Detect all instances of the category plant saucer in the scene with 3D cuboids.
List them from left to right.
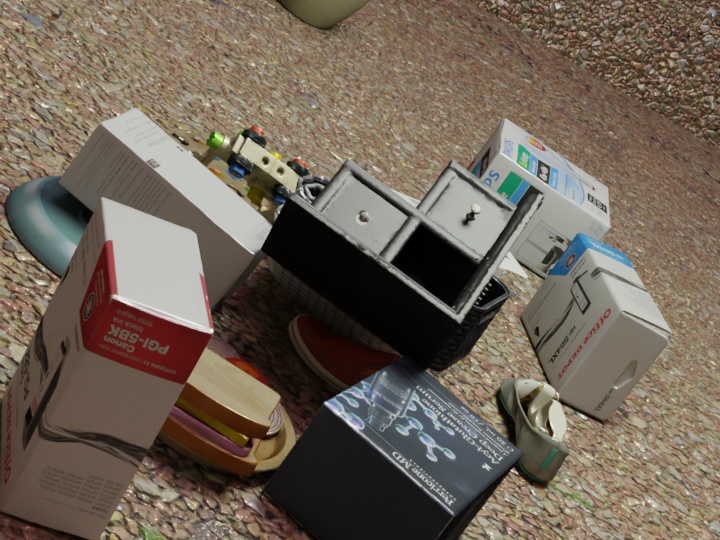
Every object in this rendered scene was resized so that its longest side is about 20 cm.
[{"bbox_3d":[-0.253,-0.034,1.511,0.199,0.028,0.201,30,22,-13],"label":"plant saucer"}]

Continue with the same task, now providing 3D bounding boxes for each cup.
[{"bbox_3d":[-0.063,-0.505,2.646,0.199,0.144,0.201,29,22,-13],"label":"cup"}]

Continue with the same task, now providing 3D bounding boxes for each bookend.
[{"bbox_3d":[0.044,-0.044,1.491,0.198,0.092,0.200,37,51,3],"label":"bookend"}]

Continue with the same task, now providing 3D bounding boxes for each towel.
[{"bbox_3d":[0.000,0.000,1.612,0.199,0.086,0.166,36,-22,6],"label":"towel"}]

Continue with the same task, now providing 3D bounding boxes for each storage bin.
[{"bbox_3d":[0.061,0.010,1.793,0.200,0.094,0.135,40,21,12],"label":"storage bin"}]

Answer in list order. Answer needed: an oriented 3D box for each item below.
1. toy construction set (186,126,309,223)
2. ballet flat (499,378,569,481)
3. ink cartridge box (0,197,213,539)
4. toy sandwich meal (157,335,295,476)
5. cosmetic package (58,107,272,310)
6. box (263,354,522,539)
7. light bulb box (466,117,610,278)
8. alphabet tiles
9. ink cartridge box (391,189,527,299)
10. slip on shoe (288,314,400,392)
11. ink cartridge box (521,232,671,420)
[{"bbox_3d":[-0.124,-0.099,1.712,0.199,0.093,0.131,20,-14,-28],"label":"toy construction set"},{"bbox_3d":[0.202,0.162,1.716,0.067,0.064,0.200,29,21,-14],"label":"ballet flat"},{"bbox_3d":[-0.193,0.073,1.130,0.082,0.201,0.147,21,24,-23],"label":"ink cartridge box"},{"bbox_3d":[-0.129,0.100,1.345,0.204,0.071,0.206,30,21,-13],"label":"toy sandwich meal"},{"bbox_3d":[-0.185,-0.061,1.513,0.199,0.081,0.113,38,18,-1],"label":"cosmetic package"},{"bbox_3d":[0.033,0.179,1.368,0.148,0.107,0.200,40,22,12],"label":"box"},{"bbox_3d":[0.256,-0.103,2.283,0.199,0.125,0.198,33,21,-6],"label":"light bulb box"},{"bbox_3d":[-0.146,-0.105,1.852,0.200,0.006,0.166,44,23,23],"label":"alphabet tiles"},{"bbox_3d":[0.106,-0.024,1.967,0.199,0.068,0.116,20,25,-33],"label":"ink cartridge box"},{"bbox_3d":[0.014,0.104,1.566,0.199,0.061,0.074,36,23,8],"label":"slip on shoe"},{"bbox_3d":[0.294,0.069,1.939,0.084,0.147,0.200,25,22,-21],"label":"ink cartridge box"}]
